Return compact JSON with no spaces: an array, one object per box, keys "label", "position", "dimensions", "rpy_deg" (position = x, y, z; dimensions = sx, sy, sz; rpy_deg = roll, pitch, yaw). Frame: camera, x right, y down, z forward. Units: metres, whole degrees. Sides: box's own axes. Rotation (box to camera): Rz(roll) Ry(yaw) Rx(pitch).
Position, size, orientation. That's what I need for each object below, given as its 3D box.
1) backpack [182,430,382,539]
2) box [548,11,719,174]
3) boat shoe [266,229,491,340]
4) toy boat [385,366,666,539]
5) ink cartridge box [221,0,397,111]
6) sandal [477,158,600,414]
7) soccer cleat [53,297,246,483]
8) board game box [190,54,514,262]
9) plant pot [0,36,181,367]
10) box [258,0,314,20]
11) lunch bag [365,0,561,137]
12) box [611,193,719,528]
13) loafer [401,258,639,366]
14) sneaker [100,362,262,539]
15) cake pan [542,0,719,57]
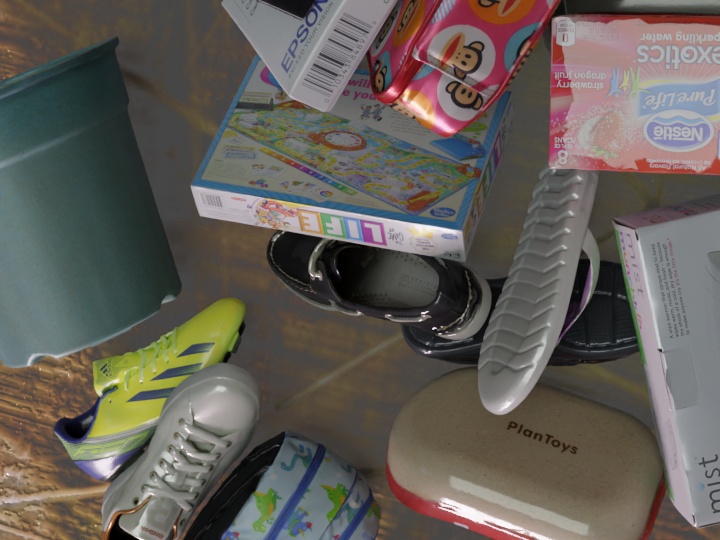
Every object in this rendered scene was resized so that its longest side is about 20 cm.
[{"label":"backpack","position":[-0.074,0.218,1.197],"dimensions":[0.153,0.163,0.201],"rpy_deg":[20,99,5]},{"label":"box","position":[0.224,-0.114,1.014],"dimensions":[0.198,0.095,0.101],"rpy_deg":[3,100,17]},{"label":"boat shoe","position":[0.000,0.000,1.137],"dimensions":[0.199,0.060,0.074],"rpy_deg":[22,89,39]},{"label":"toy boat","position":[0.114,0.159,1.145],"dimensions":[0.199,0.131,0.131],"rpy_deg":[19,135,14]},{"label":"ink cartridge box","position":[-0.021,-0.240,1.078],"dimensions":[0.200,0.040,0.200],"rpy_deg":[-57,37,19]},{"label":"sandal","position":[0.137,0.007,1.087],"dimensions":[0.050,0.082,0.204],"rpy_deg":[25,73,-20]},{"label":"soccer cleat","position":[-0.166,0.086,1.236],"dimensions":[0.084,0.065,0.200],"rpy_deg":[40,113,-8]},{"label":"board game box","position":[-0.003,-0.083,1.123],"dimensions":[0.198,0.135,0.034],"rpy_deg":[11,144,17]},{"label":"plant pot","position":[-0.236,-0.046,1.181],"dimensions":[0.199,0.200,0.197],"rpy_deg":[-17,102,21]},{"label":"box","position":[-0.041,-0.287,1.017],"dimensions":[0.201,0.079,0.141],"rpy_deg":[-56,48,17]},{"label":"lunch bag","position":[0.079,-0.202,1.048],"dimensions":[0.082,0.176,0.201],"rpy_deg":[27,112,-15]},{"label":"box","position":[0.274,0.047,1.041],"dimensions":[0.175,0.097,0.202],"rpy_deg":[-13,96,2]},{"label":"loafer","position":[0.131,0.036,1.143],"dimensions":[0.198,0.063,0.072],"rpy_deg":[-4,69,15]},{"label":"sneaker","position":[-0.135,0.158,1.194],"dimensions":[0.072,0.085,0.200],"rpy_deg":[26,122,-17]},{"label":"cake pan","position":[0.217,-0.196,1.072],"dimensions":[0.199,0.037,0.202],"rpy_deg":[4,102,18]}]
